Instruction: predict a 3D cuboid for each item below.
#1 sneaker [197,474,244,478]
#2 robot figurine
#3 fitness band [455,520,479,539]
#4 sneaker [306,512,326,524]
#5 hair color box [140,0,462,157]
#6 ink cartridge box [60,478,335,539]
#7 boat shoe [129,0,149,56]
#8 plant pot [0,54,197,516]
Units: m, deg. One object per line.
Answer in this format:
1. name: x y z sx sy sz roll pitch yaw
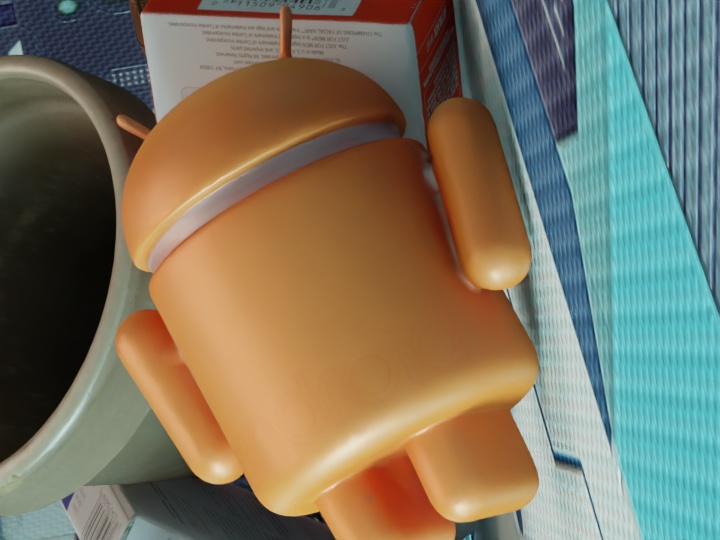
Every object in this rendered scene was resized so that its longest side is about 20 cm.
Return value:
1. sneaker: -0.124 0.030 1.421 0.078 0.200 0.086 -56 12 3
2. robot figurine: -0.010 0.008 1.035 0.200 0.117 0.144 61 150 12
3. fitness band: -0.005 0.074 1.411 0.200 0.037 0.144 55 174 -26
4. sneaker: -0.007 0.140 1.692 0.074 0.079 0.200 57 -175 -16
5. hair color box: -0.014 -0.027 1.147 0.064 0.111 0.200 -62 -28 -54
6. ink cartridge box: -0.045 0.145 1.382 0.043 0.200 0.196 -63 16 3
7. boat shoe: -0.087 -0.150 1.383 0.068 0.072 0.200 56 -171 -24
8. plant pot: -0.113 0.023 1.281 0.175 0.200 0.200 21 -130 -47
